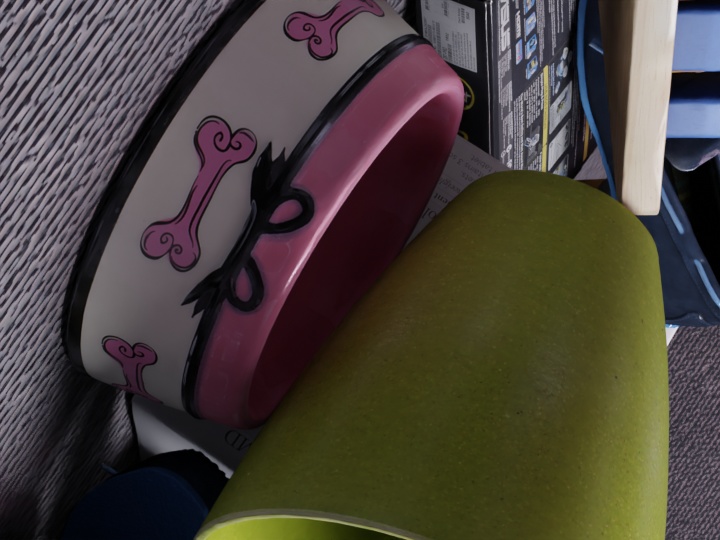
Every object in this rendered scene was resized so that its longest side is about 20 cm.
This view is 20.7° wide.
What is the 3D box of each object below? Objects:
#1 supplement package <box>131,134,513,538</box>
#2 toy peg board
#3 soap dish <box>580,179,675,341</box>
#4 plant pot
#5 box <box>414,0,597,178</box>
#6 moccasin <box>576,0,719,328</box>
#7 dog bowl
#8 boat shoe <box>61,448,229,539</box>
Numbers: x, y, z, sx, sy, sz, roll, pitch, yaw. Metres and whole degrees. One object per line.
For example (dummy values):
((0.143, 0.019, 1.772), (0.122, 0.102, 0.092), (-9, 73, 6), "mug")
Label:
((-0.006, 0.034, 0.955), (0.200, 0.114, 0.110), (-54, 169, -20), "supplement package")
((0.155, -0.163, 0.836), (0.200, 0.097, 0.200), (85, 4, -47), "toy peg board")
((0.086, 0.019, 1.138), (0.200, 0.081, 0.158), (0, -133, 48), "soap dish")
((0.052, 0.064, 0.818), (0.187, 0.187, 0.200), (103, 8, -59), "plant pot")
((0.090, -0.117, 1.026), (0.161, 0.049, 0.200), (-49, 151, -31), "box")
((0.167, -0.068, 1.017), (0.080, 0.068, 0.201), (-34, 116, -37), "moccasin")
((-0.031, -0.024, 0.798), (0.200, 0.074, 0.200), (-54, 169, -16), "dog bowl")
((-0.103, 0.136, 0.934), (0.069, 0.084, 0.200), (-27, 166, -40), "boat shoe")
